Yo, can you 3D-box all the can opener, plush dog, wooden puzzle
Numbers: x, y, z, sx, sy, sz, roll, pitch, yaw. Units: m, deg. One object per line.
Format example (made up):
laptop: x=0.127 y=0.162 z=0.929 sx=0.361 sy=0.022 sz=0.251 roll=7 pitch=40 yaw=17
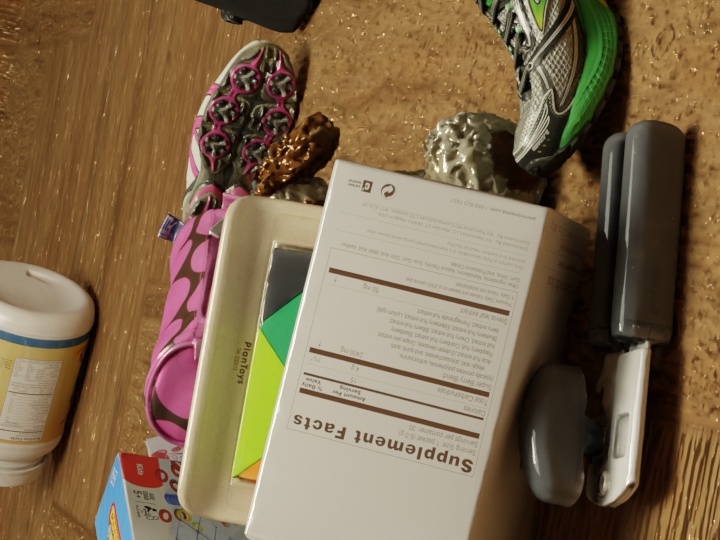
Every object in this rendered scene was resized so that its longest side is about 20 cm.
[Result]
can opener: x=0.122 y=0.021 z=1.257 sx=0.053 sy=0.067 sz=0.200 roll=153 pitch=125 yaw=-67
plush dog: x=0.000 y=0.000 z=1.467 sx=0.160 sy=0.171 sz=0.200 roll=178 pitch=101 yaw=-72
wooden puzzle: x=0.007 y=0.062 z=1.383 sx=0.037 sy=0.200 sz=0.185 roll=18 pitch=-98 yaw=-80

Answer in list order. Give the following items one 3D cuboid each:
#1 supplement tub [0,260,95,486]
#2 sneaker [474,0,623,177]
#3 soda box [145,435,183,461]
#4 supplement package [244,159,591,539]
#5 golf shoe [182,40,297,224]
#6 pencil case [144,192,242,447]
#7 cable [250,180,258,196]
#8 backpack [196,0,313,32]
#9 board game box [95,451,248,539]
supplement tub: x=-0.363 y=0.106 z=2.558 sx=0.145 sy=0.144 sz=0.200 roll=-117 pitch=41 yaw=-62
sneaker: x=0.095 y=-0.144 z=1.401 sx=0.078 sy=0.085 sz=0.200 roll=131 pitch=144 yaw=-58
soda box: x=-0.087 y=0.204 z=1.668 sx=0.070 sy=0.063 sz=0.200 roll=-128 pitch=23 yaw=-67
supplement package: x=0.033 y=0.057 z=1.298 sx=0.121 sy=0.120 sz=0.200 roll=15 pitch=-91 yaw=-74
golf shoe: x=-0.106 y=-0.106 z=2.011 sx=0.092 sy=0.072 sz=0.200 roll=-104 pitch=30 yaw=-55
pencil case: x=-0.099 y=0.032 z=1.673 sx=0.200 sy=0.091 sz=0.094 roll=-90 pitch=20 yaw=-60
cable: x=-0.025 y=0.047 z=1.555 sx=0.051 sy=0.163 sz=0.200 roll=-15 pitch=65 yaw=38
backpack: x=-0.093 y=-0.317 z=1.986 sx=0.154 sy=0.163 sz=0.200 roll=-48 pitch=28 yaw=43
board game box: x=-0.047 y=0.199 z=1.464 sx=0.200 sy=0.195 sz=0.056 roll=-111 pitch=36 yaw=-57
